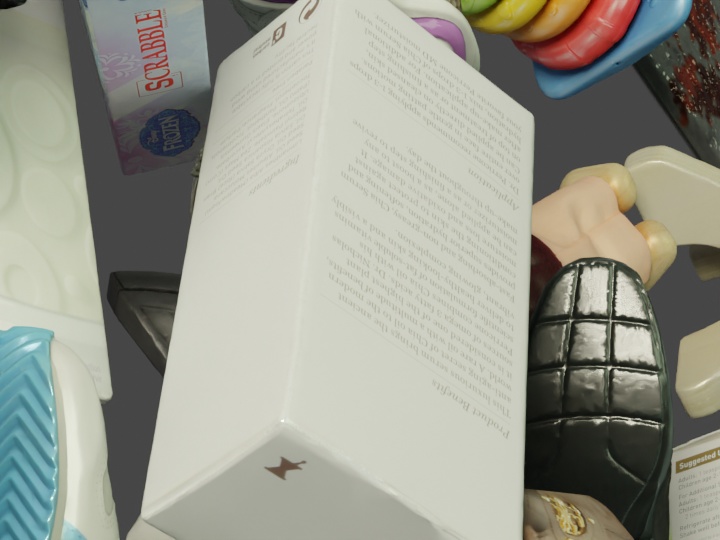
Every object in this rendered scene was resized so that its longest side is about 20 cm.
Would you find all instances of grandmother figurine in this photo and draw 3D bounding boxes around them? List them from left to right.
[{"bbox_3d":[0.078,0.007,0.952,0.122,0.061,0.199,50,35,13],"label":"grandmother figurine"}]

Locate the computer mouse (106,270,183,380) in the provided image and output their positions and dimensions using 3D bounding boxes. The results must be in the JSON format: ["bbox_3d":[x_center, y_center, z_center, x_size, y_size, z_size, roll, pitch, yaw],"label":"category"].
[{"bbox_3d":[-0.012,0.071,0.756,0.200,0.046,0.140,51,-1,5],"label":"computer mouse"}]

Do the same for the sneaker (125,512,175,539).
[{"bbox_3d":[-0.022,0.170,0.712,0.201,0.075,0.089,62,0,19],"label":"sneaker"}]

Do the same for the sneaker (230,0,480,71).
[{"bbox_3d":[-0.015,-0.118,0.799,0.200,0.074,0.100,55,5,-49],"label":"sneaker"}]

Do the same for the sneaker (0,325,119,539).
[{"bbox_3d":[-0.094,0.117,0.617,0.080,0.076,0.202,-2,90,-55],"label":"sneaker"}]

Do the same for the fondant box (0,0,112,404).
[{"bbox_3d":[-0.160,-0.053,0.664,0.144,0.058,0.202,17,55,-49],"label":"fondant box"}]

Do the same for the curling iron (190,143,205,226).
[{"bbox_3d":[0.000,0.000,0.806,0.200,0.025,0.050,32,67,-47],"label":"curling iron"}]

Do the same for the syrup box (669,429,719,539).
[{"bbox_3d":[0.190,0.178,0.967,0.079,0.081,0.202,37,42,-37],"label":"syrup box"}]

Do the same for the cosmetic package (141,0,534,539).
[{"bbox_3d":[-0.001,0.009,0.681,0.101,0.071,0.201,35,41,-28],"label":"cosmetic package"}]

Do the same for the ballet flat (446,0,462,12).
[{"bbox_3d":[-0.020,-0.165,0.846,0.200,0.067,0.047,45,69,-29],"label":"ballet flat"}]

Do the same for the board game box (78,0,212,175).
[{"bbox_3d":[-0.094,-0.161,0.731,0.200,0.041,0.202,96,-20,-73],"label":"board game box"}]

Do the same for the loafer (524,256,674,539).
[{"bbox_3d":[0.101,0.094,0.891,0.072,0.072,0.202,-17,109,-77],"label":"loafer"}]

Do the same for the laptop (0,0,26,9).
[{"bbox_3d":[-0.150,-0.177,0.603,0.103,0.176,0.202,-20,108,-59],"label":"laptop"}]

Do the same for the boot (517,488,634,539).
[{"bbox_3d":[0.068,0.153,0.724,0.187,0.063,0.202,-86,174,-73],"label":"boot"}]

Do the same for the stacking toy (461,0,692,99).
[{"bbox_3d":[0.055,-0.162,1.005,0.199,0.116,0.111,5,66,-37],"label":"stacking toy"}]

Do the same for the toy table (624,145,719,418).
[{"bbox_3d":[0.225,0.002,1.073,0.185,0.116,0.200,66,23,-11],"label":"toy table"}]
